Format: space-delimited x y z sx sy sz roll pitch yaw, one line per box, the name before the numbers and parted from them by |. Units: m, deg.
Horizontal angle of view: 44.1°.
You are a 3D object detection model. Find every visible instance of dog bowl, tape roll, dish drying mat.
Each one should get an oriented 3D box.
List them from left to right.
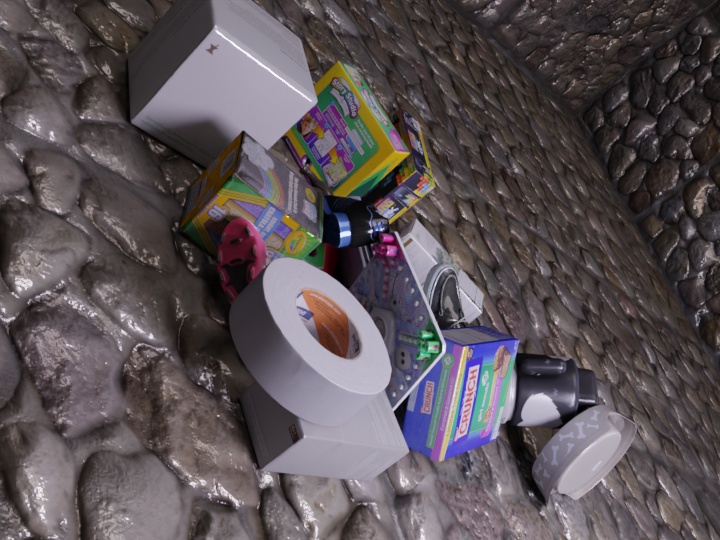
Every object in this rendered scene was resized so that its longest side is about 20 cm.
tape roll | -0.057 0.082 1.048 0.200 0.066 0.201 37 26 -22
dish drying mat | -0.058 -0.006 1.353 0.201 0.018 0.078 -73 155 -60
dog bowl | 0.370 0.308 1.491 0.199 0.201 0.059 14 28 -52

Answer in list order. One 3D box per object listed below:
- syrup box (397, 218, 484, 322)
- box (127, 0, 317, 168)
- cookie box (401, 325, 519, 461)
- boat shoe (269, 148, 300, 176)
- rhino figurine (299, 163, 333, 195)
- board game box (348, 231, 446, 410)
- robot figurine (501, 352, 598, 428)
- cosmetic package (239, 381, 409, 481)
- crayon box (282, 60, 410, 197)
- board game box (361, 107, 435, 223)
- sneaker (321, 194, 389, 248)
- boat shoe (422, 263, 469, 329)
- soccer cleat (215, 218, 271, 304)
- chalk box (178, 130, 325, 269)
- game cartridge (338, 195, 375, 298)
syrup box | 0.131 0.012 1.607 0.200 0.081 0.079 46 24 -10
box | -0.206 -0.282 1.310 0.198 0.200 0.172 30 30 -38
cookie box | 0.150 0.177 1.323 0.075 0.173 0.199 16 9 32
boat shoe | -0.149 -0.156 1.384 0.072 0.063 0.200 24 12 -27
rhino figurine | -0.095 -0.099 1.412 0.087 0.060 0.200 44 28 -7
board game box | 0.023 0.083 1.214 0.026 0.200 0.201 5 48 -33
robot figurine | 0.299 0.206 1.512 0.198 0.152 0.125 5 12 1
cosmetic package | -0.042 0.189 1.091 0.199 0.090 0.107 19 39 -44
crayon box | -0.034 -0.230 1.551 0.058 0.172 0.201 -2 57 -58
board game box | 0.045 -0.178 1.619 0.057 0.165 0.201 35 29 -32
sneaker | -0.015 -0.071 1.299 0.077 0.071 0.200 -5 16 -12
boat shoe | 0.142 0.091 1.411 0.072 0.071 0.202 -7 101 -35
soccer cleat | -0.134 0.033 1.157 0.086 0.069 0.202 22 51 -67
chalk box | -0.132 -0.068 1.239 0.200 0.124 0.125 39 27 -25
game cartridge | 0.000 0.000 1.371 0.038 0.130 0.201 -6 49 -10
